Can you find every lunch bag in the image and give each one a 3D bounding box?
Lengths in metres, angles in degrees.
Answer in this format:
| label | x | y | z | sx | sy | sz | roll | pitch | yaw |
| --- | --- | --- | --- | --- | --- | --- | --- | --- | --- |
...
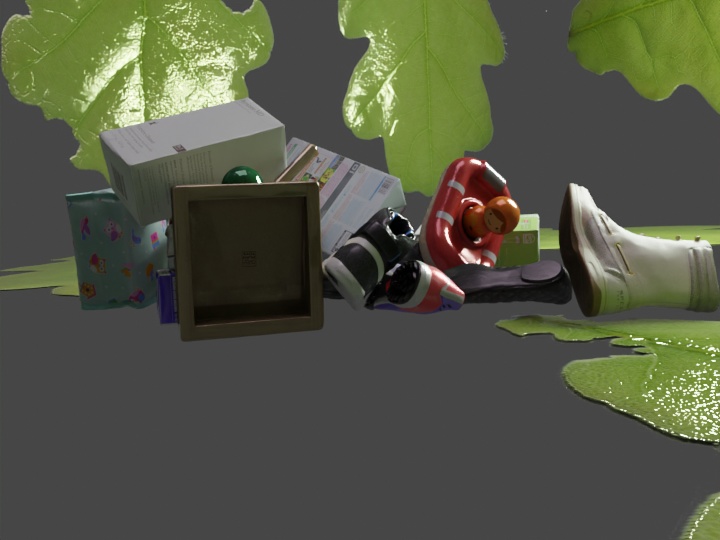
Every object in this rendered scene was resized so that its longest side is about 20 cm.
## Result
| label | x | y | z | sx | sy | sz | roll | pitch | yaw |
| --- | --- | --- | --- | --- | --- | --- | --- | --- | --- |
| lunch bag | -0.334 | -0.041 | 1.167 | 0.119 | 0.175 | 0.200 | -2 | 8 | 14 |

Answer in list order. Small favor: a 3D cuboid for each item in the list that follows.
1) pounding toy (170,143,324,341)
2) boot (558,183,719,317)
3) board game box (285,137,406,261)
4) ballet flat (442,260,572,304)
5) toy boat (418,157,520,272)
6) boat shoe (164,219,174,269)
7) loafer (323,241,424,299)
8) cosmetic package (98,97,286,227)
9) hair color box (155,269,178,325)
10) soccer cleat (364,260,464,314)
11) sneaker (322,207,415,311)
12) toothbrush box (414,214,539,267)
| label | x | y | z | sx | sy | sz | roll | pitch | yaw |
| --- | --- | --- | --- | --- | --- | --- | --- | --- | --- |
| pounding toy | -0.119 | -0.041 | 0.877 | 0.179 | 0.206 | 0.142 | -4 | 7 | -15 |
| boot | 0.316 | -0.026 | 0.902 | 0.150 | 0.073 | 0.203 | -1 | 42 | 1 |
| board game box | -0.055 | -0.089 | 1.104 | 0.197 | 0.149 | 0.065 | 26 | -22 | 28 |
| ballet flat | 0.168 | 0.026 | 0.979 | 0.196 | 0.058 | 0.067 | -3 | 40 | 33 |
| toy boat | 0.172 | -0.069 | 1.105 | 0.130 | 0.203 | 0.130 | 35 | -26 | -26 |
| boat shoe | -0.230 | -0.048 | 1.041 | 0.069 | 0.072 | 0.200 | -8 | 8 | -4 |
| loafer | 0.000 | 0.000 | 1.117 | 0.195 | 0.074 | 0.073 | -5 | 7 | -12 |
| cosmetic package | -0.197 | -0.136 | 0.938 | 0.197 | 0.083 | 0.112 | -23 | 40 | -27 |
| hair color box | -0.155 | 0.025 | 0.979 | 0.195 | 0.067 | 0.109 | -2 | 4 | -17 |
| soccer cleat | 0.055 | 0.025 | 0.952 | 0.072 | 0.070 | 0.199 | 22 | -8 | -18 |
| sneaker | 0.015 | -0.015 | 0.913 | 0.112 | 0.073 | 0.200 | -42 | 2 | -4 |
| toothbrush box | 0.193 | -0.036 | 1.270 | 0.195 | 0.088 | 0.146 | 0 | 13 | 13 |
